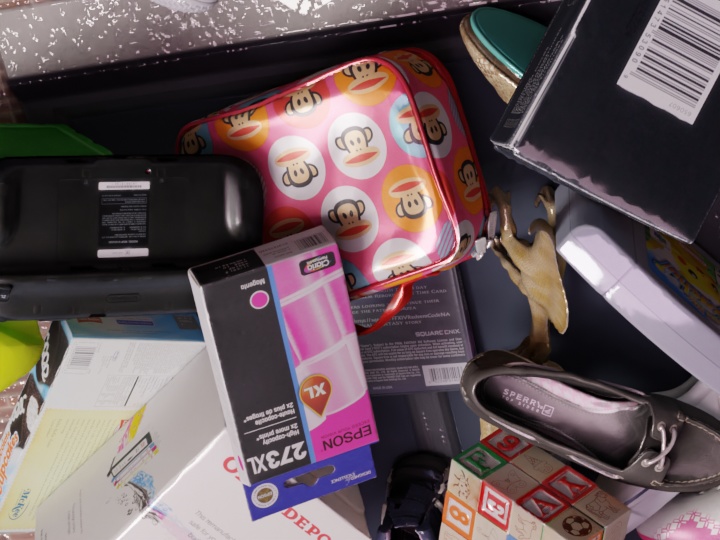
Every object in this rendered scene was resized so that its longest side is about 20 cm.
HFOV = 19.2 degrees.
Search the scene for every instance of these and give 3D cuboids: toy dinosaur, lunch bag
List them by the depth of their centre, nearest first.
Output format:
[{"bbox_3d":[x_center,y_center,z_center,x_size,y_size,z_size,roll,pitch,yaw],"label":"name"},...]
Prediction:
[{"bbox_3d":[-0.015,-0.044,1.421,0.200,0.082,0.176,-16,95,30],"label":"lunch bag"},{"bbox_3d":[0.122,-0.010,1.431,0.058,0.101,0.200,-15,149,-7],"label":"toy dinosaur"}]

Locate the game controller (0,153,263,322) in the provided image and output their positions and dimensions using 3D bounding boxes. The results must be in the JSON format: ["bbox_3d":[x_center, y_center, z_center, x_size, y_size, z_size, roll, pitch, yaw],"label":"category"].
[{"bbox_3d":[-0.155,-0.022,1.362,0.200,0.042,0.105,-2,92,-25],"label":"game controller"}]

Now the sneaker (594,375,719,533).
[{"bbox_3d":[0.203,0.125,1.504,0.200,0.073,0.071,-40,89,7],"label":"sneaker"}]

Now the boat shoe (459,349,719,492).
[{"bbox_3d":[0.162,0.107,1.440,0.200,0.057,0.067,19,97,3],"label":"boat shoe"}]

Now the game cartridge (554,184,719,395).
[{"bbox_3d":[0.211,0.017,1.405,0.200,0.133,0.040,38,116,-14],"label":"game cartridge"}]

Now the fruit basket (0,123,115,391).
[{"bbox_3d":[-0.237,0.009,1.458,0.155,0.216,0.216,-2,124,-24],"label":"fruit basket"}]

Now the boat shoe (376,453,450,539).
[{"bbox_3d":[0.048,0.245,1.599,0.075,0.093,0.200,-5,116,16],"label":"boat shoe"}]

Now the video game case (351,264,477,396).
[{"bbox_3d":[0.000,0.000,1.521,0.143,0.019,0.200,-5,115,16],"label":"video game case"}]

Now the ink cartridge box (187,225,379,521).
[{"bbox_3d":[-0.045,0.075,1.400,0.095,0.037,0.200,-19,120,-13],"label":"ink cartridge box"}]

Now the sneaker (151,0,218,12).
[{"bbox_3d":[-0.161,-0.260,1.391,0.200,0.076,0.114,28,120,-9],"label":"sneaker"}]

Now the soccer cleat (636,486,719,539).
[{"bbox_3d":[0.296,0.159,1.515,0.200,0.070,0.087,0,104,10],"label":"soccer cleat"}]

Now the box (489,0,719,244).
[{"bbox_3d":[0.177,-0.134,1.265,0.124,0.197,0.200,27,94,-4],"label":"box"}]

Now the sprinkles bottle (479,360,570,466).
[{"bbox_3d":[0.122,0.163,1.552,0.068,0.068,0.200,2,118,13],"label":"sprinkles bottle"}]

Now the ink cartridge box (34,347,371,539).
[{"bbox_3d":[-0.116,0.184,1.538,0.200,0.145,0.147,-43,114,12],"label":"ink cartridge box"}]

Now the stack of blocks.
[{"bbox_3d":[0.113,0.224,1.495,0.115,0.059,0.200,33,134,32],"label":"stack of blocks"}]

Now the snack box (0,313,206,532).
[{"bbox_3d":[-0.201,0.114,1.587,0.116,0.037,0.200,4,128,-35],"label":"snack box"}]

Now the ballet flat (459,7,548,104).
[{"bbox_3d":[0.149,-0.104,1.404,0.200,0.071,0.065,28,137,2],"label":"ballet flat"}]
